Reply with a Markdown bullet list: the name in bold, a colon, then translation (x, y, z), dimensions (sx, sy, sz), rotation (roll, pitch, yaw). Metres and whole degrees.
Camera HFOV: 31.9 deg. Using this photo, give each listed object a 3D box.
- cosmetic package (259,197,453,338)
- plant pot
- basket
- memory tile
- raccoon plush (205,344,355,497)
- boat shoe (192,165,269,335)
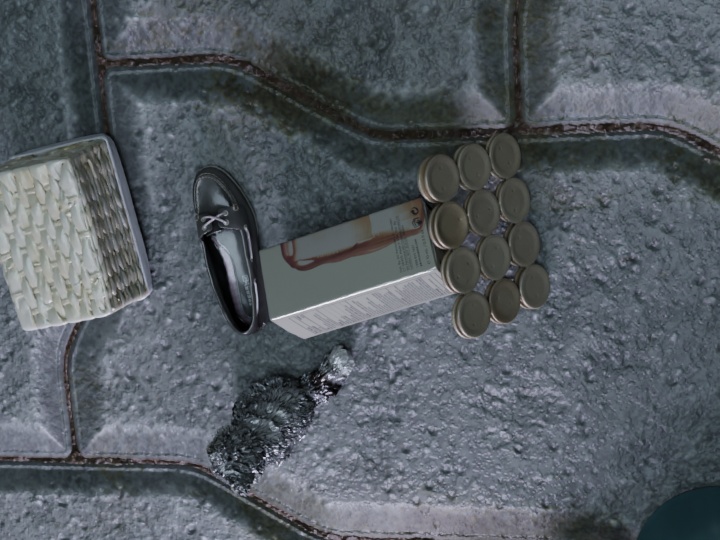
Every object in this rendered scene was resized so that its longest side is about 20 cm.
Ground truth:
- **cosmetic package**: translation (0.000, 0.000, 1.400), dimensions (0.198, 0.103, 0.088), rotation (-17, 70, 15)
- **plant pot**: translation (0.401, 0.363, 1.384), dimensions (0.198, 0.161, 0.203), rotation (3, 105, 11)
- **basket**: translation (-0.342, -0.042, 1.459), dimensions (0.134, 0.123, 0.202), rotation (-11, 101, 14)
- **memory tile**: translation (0.134, -0.038, 1.358), dimensions (0.017, 0.152, 0.202), rotation (0, 108, 50)
- **raccoon plush**: translation (-0.103, 0.166, 1.460), dimensions (0.096, 0.134, 0.201), rotation (36, 109, 2)
- **boat shoe**: translation (-0.150, -0.021, 1.463), dimensions (0.066, 0.057, 0.202), rotation (-14, 101, 16)
